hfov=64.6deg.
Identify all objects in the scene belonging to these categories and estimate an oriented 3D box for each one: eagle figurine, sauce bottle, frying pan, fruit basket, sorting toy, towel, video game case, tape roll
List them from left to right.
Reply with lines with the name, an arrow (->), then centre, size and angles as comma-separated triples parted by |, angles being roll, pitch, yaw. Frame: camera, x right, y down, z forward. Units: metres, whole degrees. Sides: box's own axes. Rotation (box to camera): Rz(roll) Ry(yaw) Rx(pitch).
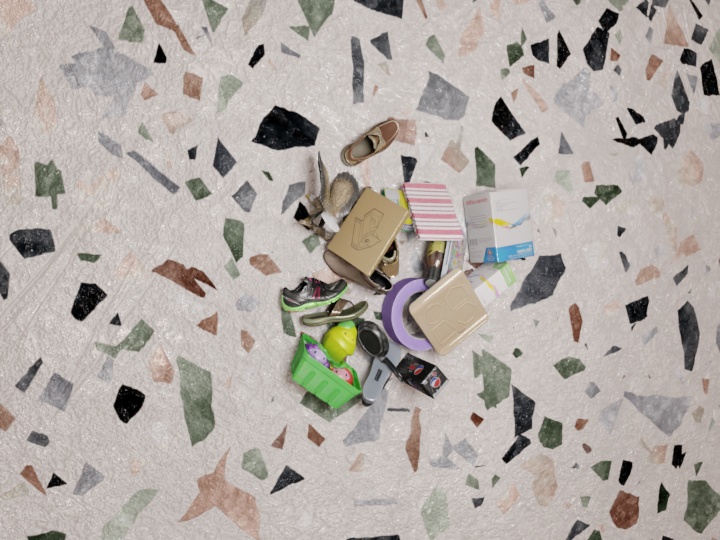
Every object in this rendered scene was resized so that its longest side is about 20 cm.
eagle figurine -> -0.091, -0.199, 1.541 | 0.148, 0.152, 0.204 | 27, 88, 3
fruit basket -> -0.072, 0.238, 1.560 | 0.208, 0.156, 0.223 | -2, 107, -8
frying pan -> 0.061, 0.223, 1.625 | 0.190, 0.031, 0.116 | 44, 37, -7
tape roll -> 0.164, 0.125, 1.663 | 0.194, 0.085, 0.207 | 0, 91, -19
towel -> 0.201, -0.165, 1.609 | 0.142, 0.030, 0.205 | 0, 58, -21
sauce bottle -> 0.223, -0.045, 1.646 | 0.064, 0.065, 0.204 | 29, 54, -18
sorting toy -> 0.247, 0.116, 1.597 | 0.183, 0.037, 0.202 | -38, 118, -1
video game case -> 0.274, -0.032, 1.659 | 0.143, 0.018, 0.206 | 45, 54, -57

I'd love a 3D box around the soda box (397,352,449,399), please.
soda box -> 0.168, 0.295, 1.608 | 0.071, 0.199, 0.064 | -45, 104, -12

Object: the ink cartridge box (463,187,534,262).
ink cartridge box -> 0.413, -0.135, 1.706 | 0.140, 0.146, 0.207 | -9, 95, -22

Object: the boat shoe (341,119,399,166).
boat shoe -> 0.037, -0.360, 1.606 | 0.199, 0.072, 0.077 | -40, 104, -14

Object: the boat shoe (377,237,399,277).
boat shoe -> 0.073, -0.049, 1.593 | 0.072, 0.067, 0.203 | -23, 131, -4

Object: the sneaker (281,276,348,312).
sneaker -> -0.123, 0.055, 1.563 | 0.194, 0.076, 0.087 | -15, 99, -20

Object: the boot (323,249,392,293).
boot -> 0.000, 0.000, 1.566 | 0.196, 0.146, 0.072 | 27, 84, -18

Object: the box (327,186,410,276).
box -> 0.021, -0.106, 1.524 | 0.203, 0.162, 0.021 | -56, 146, -3

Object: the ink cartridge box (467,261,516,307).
ink cartridge box -> 0.355, 0.054, 1.709 | 0.198, 0.117, 0.068 | -36, 106, -15

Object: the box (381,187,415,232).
box -> 0.157, -0.168, 1.641 | 0.194, 0.049, 0.120 | 6, 53, -18

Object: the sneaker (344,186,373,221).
sneaker -> -0.006, -0.141, 1.598 | 0.082, 0.074, 0.207 | 11, 80, -6

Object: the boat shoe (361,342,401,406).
boat shoe -> 0.058, 0.300, 1.635 | 0.072, 0.069, 0.202 | 22, 55, 4

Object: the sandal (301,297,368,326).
sandal -> -0.068, 0.109, 1.580 | 0.195, 0.080, 0.059 | -10, 100, -18
